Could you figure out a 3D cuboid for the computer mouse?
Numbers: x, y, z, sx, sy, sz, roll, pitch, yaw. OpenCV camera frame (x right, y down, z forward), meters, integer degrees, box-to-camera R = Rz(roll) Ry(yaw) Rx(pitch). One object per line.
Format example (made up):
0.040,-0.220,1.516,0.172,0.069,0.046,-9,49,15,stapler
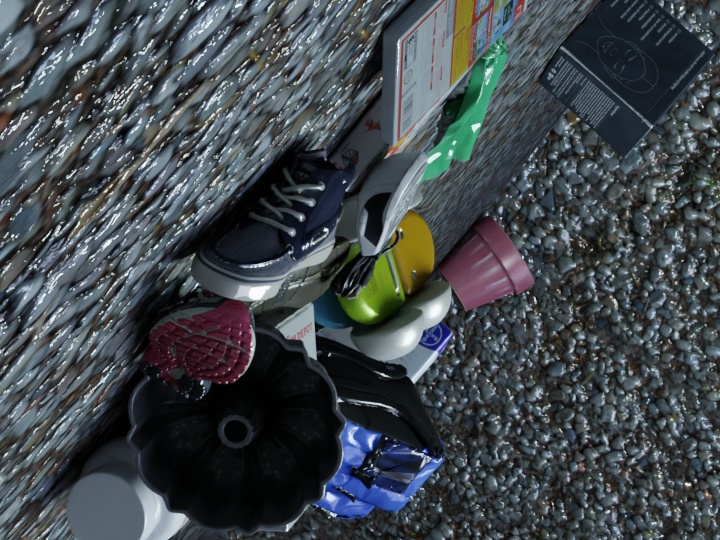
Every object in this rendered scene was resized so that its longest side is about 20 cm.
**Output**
0.017,-0.056,1.528,0.110,0.044,0.200,-53,171,-33,computer mouse

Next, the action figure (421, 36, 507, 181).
0.116,-0.191,1.757,0.118,0.055,0.201,-43,164,-42,action figure

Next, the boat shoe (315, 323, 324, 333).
-0.086,0.059,1.796,0.074,0.063,0.201,-49,172,24,boat shoe

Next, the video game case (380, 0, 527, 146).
0.084,-0.213,1.360,0.200,0.017,0.143,-47,159,-25,video game case

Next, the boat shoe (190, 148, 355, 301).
-0.068,-0.044,1.283,0.093,0.074,0.200,-69,167,20,boat shoe

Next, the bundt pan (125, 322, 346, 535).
-0.109,0.134,1.465,0.202,0.201,0.076,-51,-174,15,bundt pan

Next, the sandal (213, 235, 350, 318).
-0.082,0.003,1.537,0.199,0.055,0.082,-24,152,-43,sandal

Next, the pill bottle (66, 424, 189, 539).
-0.206,0.206,1.561,0.111,0.111,0.200,-51,174,20,pill bottle

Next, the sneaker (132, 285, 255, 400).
-0.131,0.047,1.302,0.075,0.080,0.200,-64,-166,-19,sneaker

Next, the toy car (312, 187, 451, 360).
0.000,0.000,1.751,0.149,0.176,0.200,-11,-166,26,toy car

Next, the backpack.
-0.034,0.176,1.753,0.168,0.199,0.163,-51,-142,14,backpack

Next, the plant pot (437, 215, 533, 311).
0.292,-0.003,3.860,0.178,0.201,0.200,-33,174,-2,plant pot

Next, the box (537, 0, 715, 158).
0.435,-0.332,2.615,0.200,0.196,0.124,-46,174,-26,box

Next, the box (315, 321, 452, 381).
-0.021,0.098,1.938,0.200,0.184,0.105,-49,176,-10,box

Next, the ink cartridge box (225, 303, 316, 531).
-0.097,0.140,1.588,0.145,0.087,0.202,-36,126,-72,ink cartridge box

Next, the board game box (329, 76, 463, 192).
0.047,-0.160,1.513,0.200,0.035,0.126,-51,174,9,board game box
